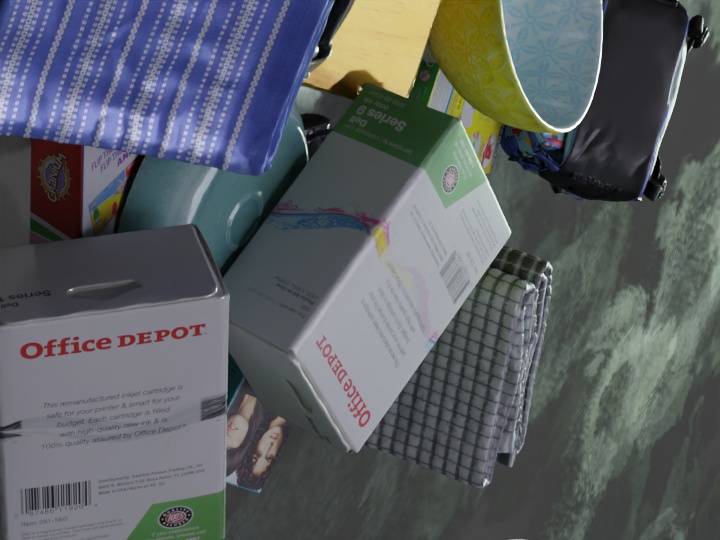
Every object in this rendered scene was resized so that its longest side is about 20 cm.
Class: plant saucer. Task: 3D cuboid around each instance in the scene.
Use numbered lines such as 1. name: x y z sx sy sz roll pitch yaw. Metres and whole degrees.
1. plant saucer: -0.088 -0.038 1.604 0.200 0.036 0.201 -47 150 -37

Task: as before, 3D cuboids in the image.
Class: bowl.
1. bowl: 0.096 -0.199 1.826 0.200 0.107 0.202 7 82 -63

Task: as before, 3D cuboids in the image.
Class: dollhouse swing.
1. dollhouse swing: -0.013 -0.235 1.720 0.181 0.176 0.201 14 101 -25

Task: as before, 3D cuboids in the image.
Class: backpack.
1. backpack: 0.193 -0.152 2.123 0.200 0.134 0.184 -177 -77 -76

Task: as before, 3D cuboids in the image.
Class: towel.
1. towel: 0.063 0.060 1.985 0.086 0.165 0.201 -47 150 -53
2. towel: -0.116 -0.127 1.392 0.199 0.024 0.145 7 119 -32

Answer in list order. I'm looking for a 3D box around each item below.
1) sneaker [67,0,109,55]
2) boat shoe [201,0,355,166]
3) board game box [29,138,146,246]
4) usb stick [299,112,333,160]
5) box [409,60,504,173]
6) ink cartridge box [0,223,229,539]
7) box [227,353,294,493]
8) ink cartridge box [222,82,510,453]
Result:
1. sneaker: -0.139 -0.179 1.444 0.200 0.075 0.114 -9 123 -64
2. boat shoe: -0.058 -0.144 1.472 0.074 0.068 0.201 15 111 -41
3. board game box: -0.148 -0.072 1.550 0.153 0.040 0.201 -41 145 -49
4. usb stick: -0.056 -0.018 1.817 0.055 0.032 0.201 -19 128 -49
5. box: 0.078 -0.143 1.990 0.200 0.048 0.118 5 105 -64
6. ink cartridge box: -0.160 0.079 1.514 0.145 0.085 0.201 -7 127 -15
7. box: -0.067 0.057 1.784 0.082 0.049 0.201 23 95 -52
8. ink cartridge box: 0.000 0.000 1.651 0.201 0.087 0.146 -56 148 -18
